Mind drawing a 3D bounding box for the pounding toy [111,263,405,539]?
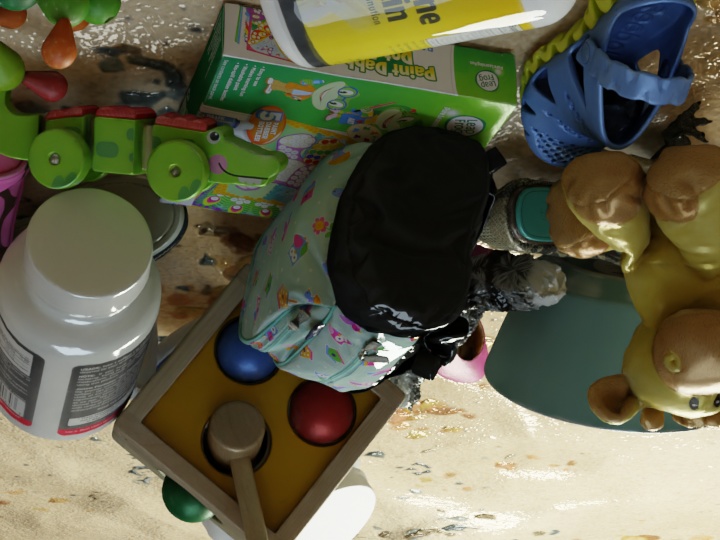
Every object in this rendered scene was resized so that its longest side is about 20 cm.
[{"bbox_3d":[-0.078,0.131,1.189,0.184,0.200,0.142,39,165,-1],"label":"pounding toy"}]

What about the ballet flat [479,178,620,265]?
[{"bbox_3d":[0.163,-0.037,1.178,0.199,0.068,0.075,2,176,-33],"label":"ballet flat"}]

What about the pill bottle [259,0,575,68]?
[{"bbox_3d":[0.050,-0.176,0.836,0.199,0.113,0.112,-9,153,16],"label":"pill bottle"}]

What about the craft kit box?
[{"bbox_3d":[-0.021,-0.094,1.085,0.197,0.049,0.200,5,154,-17],"label":"craft kit box"}]

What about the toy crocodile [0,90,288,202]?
[{"bbox_3d":[-0.145,-0.081,1.022,0.199,0.062,0.068,7,-171,10],"label":"toy crocodile"}]

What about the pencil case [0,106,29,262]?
[{"bbox_3d":[-0.277,-0.032,1.117,0.093,0.091,0.200,9,138,-15],"label":"pencil case"}]

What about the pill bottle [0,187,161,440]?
[{"bbox_3d":[-0.197,0.030,1.100,0.110,0.111,0.200,6,150,-14],"label":"pill bottle"}]

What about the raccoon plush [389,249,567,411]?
[{"bbox_3d":[0.070,0.054,1.224,0.199,0.097,0.134,8,150,30],"label":"raccoon plush"}]

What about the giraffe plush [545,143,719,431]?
[{"bbox_3d":[0.208,0.020,1.039,0.172,0.163,0.200,-3,169,14],"label":"giraffe plush"}]

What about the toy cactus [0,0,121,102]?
[{"bbox_3d":[-0.219,-0.161,0.905,0.164,0.103,0.200,17,161,-12],"label":"toy cactus"}]

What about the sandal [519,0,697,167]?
[{"bbox_3d":[0.153,-0.112,1.002,0.079,0.087,0.200,3,156,-11],"label":"sandal"}]

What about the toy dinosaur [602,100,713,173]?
[{"bbox_3d":[0.226,-0.073,1.127,0.199,0.048,0.088,22,152,-29],"label":"toy dinosaur"}]

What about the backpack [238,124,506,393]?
[{"bbox_3d":[0.000,0.000,1.082,0.126,0.167,0.200,28,151,-11],"label":"backpack"}]

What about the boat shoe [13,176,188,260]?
[{"bbox_3d":[-0.199,-0.016,1.209,0.199,0.075,0.066,-21,157,27],"label":"boat shoe"}]

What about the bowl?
[{"bbox_3d":[0.198,0.039,1.237,0.200,0.106,0.201,3,-163,-1],"label":"bowl"}]

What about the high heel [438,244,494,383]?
[{"bbox_3d":[0.096,0.037,1.330,0.095,0.068,0.200,-1,143,25],"label":"high heel"}]

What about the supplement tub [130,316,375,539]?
[{"bbox_3d":[-0.091,0.148,1.358,0.145,0.200,0.145,-28,150,-18],"label":"supplement tub"}]

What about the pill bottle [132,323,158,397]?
[{"bbox_3d":[-0.275,0.058,1.312,0.199,0.111,0.111,-6,154,12],"label":"pill bottle"}]
